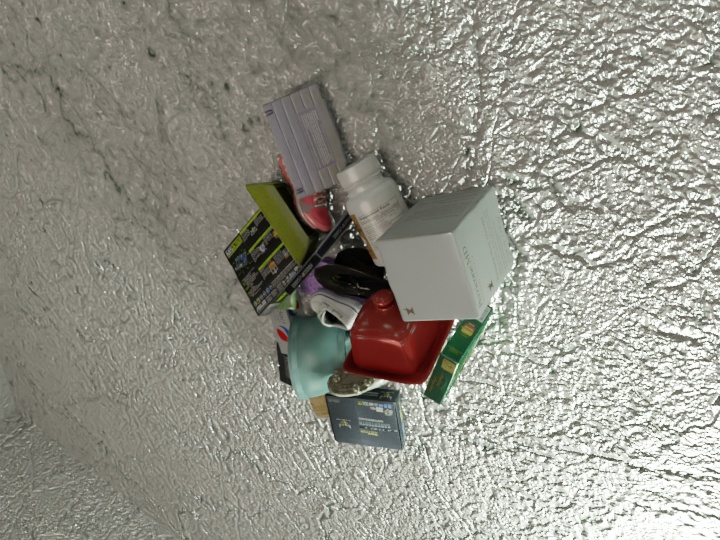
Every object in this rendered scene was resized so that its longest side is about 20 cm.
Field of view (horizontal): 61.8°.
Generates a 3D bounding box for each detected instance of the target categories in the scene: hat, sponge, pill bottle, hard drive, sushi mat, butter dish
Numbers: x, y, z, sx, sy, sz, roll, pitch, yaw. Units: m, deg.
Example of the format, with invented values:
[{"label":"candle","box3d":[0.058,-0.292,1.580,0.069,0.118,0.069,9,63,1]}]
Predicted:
[{"label":"hat","box3d":[0.000,0.000,1.296,0.195,0.083,0.202,14,159,5]},{"label":"sponge","box3d":[-0.065,0.027,1.435,0.196,0.030,0.114,18,126,27]},{"label":"pill bottle","box3d":[0.034,-0.123,1.206,0.113,0.114,0.204,-17,106,42]},{"label":"hard drive","box3d":[-0.140,0.280,1.649,0.196,0.033,0.143,19,127,27]},{"label":"sushi mat","box3d":[-0.046,0.352,1.601,0.195,0.012,0.098,-6,118,24]},{"label":"butter dish","box3d":[0.062,0.103,1.192,0.195,0.201,0.150,3,132,33]}]

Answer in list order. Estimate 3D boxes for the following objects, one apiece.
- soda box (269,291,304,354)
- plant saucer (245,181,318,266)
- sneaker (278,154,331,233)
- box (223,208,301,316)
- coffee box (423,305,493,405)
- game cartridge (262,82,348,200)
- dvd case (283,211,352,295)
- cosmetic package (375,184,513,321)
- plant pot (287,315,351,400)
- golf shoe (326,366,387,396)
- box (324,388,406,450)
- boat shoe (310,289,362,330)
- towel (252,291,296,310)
[{"label":"soda box","box3d":[-0.189,0.119,1.563,0.067,0.064,0.205,5,119,34]},{"label":"plant saucer","box3d":[-0.157,-0.120,1.329,0.047,0.200,0.202,-33,95,9]},{"label":"sneaker","box3d":[-0.105,-0.179,1.291,0.086,0.073,0.204,-28,85,34]},{"label":"box","box3d":[-0.223,-0.027,1.437,0.200,0.047,0.196,-43,69,31]},{"label":"coffee box","box3d":[0.197,0.159,1.201,0.043,0.200,0.125,28,131,16]},{"label":"game cartridge","box3d":[-0.105,-0.263,1.231,0.126,0.038,0.205,-20,104,1]},{"label":"dvd case","box3d":[-0.077,-0.048,1.277,0.025,0.201,0.150,40,135,-4]},{"label":"cosmetic package","box3d":[0.161,-0.031,1.109,0.163,0.200,0.171,-5,116,38]},{"label":"plant pot","box3d":[-0.089,0.208,1.475,0.130,0.202,0.205,-6,118,8]},{"label":"golf shoe","box3d":[0.011,0.262,1.421,0.079,0.195,0.098,61,154,31]},{"label":"box","box3d":[0.015,0.378,1.554,0.194,0.051,0.162,2,120,21]},{"label":"boat shoe","box3d":[-0.070,0.093,1.385,0.074,0.067,0.198,54,154,-21]},{"label":"towel","box3d":[-0.217,-0.008,1.473,0.146,0.030,0.207,0,93,37]}]
